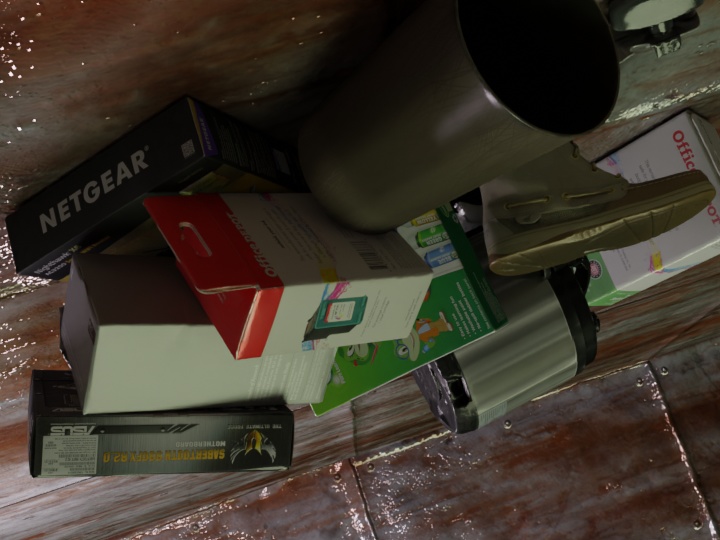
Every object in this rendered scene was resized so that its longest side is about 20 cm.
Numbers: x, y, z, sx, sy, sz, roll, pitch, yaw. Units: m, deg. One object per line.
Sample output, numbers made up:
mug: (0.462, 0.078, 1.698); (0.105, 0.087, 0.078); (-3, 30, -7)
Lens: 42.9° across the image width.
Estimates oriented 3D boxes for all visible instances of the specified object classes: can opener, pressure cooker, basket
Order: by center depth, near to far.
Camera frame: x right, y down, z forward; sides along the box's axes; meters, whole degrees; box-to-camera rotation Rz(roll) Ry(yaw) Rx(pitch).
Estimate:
basket: (0.057, -0.115, 0.650); (0.199, 0.137, 0.180); (-29, -174, 45)
can opener: (0.174, -0.179, 0.734); (0.198, 0.053, 0.067); (-24, 127, 8)
pressure cooker: (0.141, 0.048, 0.915); (0.198, 0.180, 0.176); (-26, -167, -8)

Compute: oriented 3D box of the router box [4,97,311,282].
router box: (-0.158, -0.050, 0.745); (0.199, 0.053, 0.157); (-27, 160, 24)

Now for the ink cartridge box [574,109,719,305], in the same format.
ink cartridge box: (0.328, -0.065, 1.046); (0.199, 0.147, 0.087); (-32, 159, 35)

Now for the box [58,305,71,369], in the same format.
box: (-0.183, 0.095, 0.881); (0.156, 0.050, 0.201); (-11, 143, -5)

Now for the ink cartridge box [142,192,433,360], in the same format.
ink cartridge box: (-0.059, 0.000, 0.687); (0.198, 0.116, 0.068); (-4, 129, -36)

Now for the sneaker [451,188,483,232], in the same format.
sneaker: (0.105, -0.062, 0.976); (0.199, 0.074, 0.080); (-36, 145, 29)

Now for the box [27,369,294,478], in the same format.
box: (-0.170, 0.122, 0.759); (0.198, 0.049, 0.158); (3, -175, -22)

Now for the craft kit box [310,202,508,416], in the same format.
craft kit box: (0.000, 0.000, 0.813); (0.197, 0.202, 0.048); (-29, 175, 30)

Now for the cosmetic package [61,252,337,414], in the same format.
cosmetic package: (-0.126, 0.048, 0.725); (0.198, 0.107, 0.091); (0, 120, -26)

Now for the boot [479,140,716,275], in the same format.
boot: (0.194, -0.094, 0.808); (0.198, 0.156, 0.072); (-16, 157, 13)
